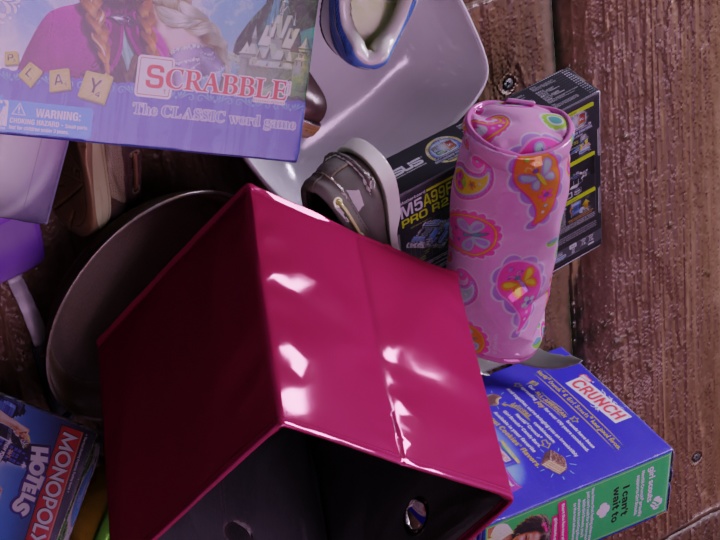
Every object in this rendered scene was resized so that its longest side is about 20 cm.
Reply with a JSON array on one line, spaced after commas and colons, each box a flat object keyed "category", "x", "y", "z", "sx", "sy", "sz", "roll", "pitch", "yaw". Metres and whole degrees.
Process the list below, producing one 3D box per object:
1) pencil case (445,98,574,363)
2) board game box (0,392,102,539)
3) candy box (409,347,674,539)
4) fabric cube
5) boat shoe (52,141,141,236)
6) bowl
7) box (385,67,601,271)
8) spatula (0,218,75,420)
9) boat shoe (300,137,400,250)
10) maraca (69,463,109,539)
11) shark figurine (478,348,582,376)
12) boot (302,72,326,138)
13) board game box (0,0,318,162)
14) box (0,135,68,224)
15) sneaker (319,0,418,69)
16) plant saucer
[{"category": "pencil case", "x": 0.107, "y": -0.028, "z": 1.265, "sx": 0.087, "sy": 0.087, "sz": 0.201, "roll": -18, "pitch": 131, "yaw": -24}, {"category": "board game box", "x": -0.262, "y": 0.188, "z": 1.222, "sx": 0.199, "sy": 0.062, "sz": 0.201, "roll": 22, "pitch": 92, "yaw": 2}, {"category": "candy box", "x": 0.141, "y": 0.166, "z": 1.476, "sx": 0.199, "sy": 0.169, "sz": 0.077, "roll": -19, "pitch": 129, "yaw": -23}, {"category": "fabric cube", "x": -0.044, "y": 0.101, "z": 1.161, "sx": 0.199, "sy": 0.200, "sz": 0.196, "roll": 22, "pitch": 129, "yaw": -33}, {"category": "boat shoe", "x": -0.176, "y": -0.123, "z": 1.181, "sx": 0.072, "sy": 0.072, "sz": 0.201, "roll": -23, "pitch": 127, "yaw": -38}, {"category": "bowl", "x": -0.021, "y": -0.153, "z": 1.252, "sx": 0.200, "sy": 0.075, "sz": 0.200, "roll": -42, "pitch": 133, "yaw": -8}, {"category": "box", "x": 0.100, "y": -0.047, "z": 1.337, "sx": 0.200, "sy": 0.044, "sz": 0.161, "roll": -29, "pitch": 135, "yaw": -21}, {"category": "spatula", "x": -0.240, "y": 0.039, "z": 1.252, "sx": 0.056, "sy": 0.021, "sz": 0.201, "roll": -27, "pitch": 127, "yaw": -21}, {"category": "boat shoe", "x": -0.002, "y": -0.001, "z": 1.262, "sx": 0.060, "sy": 0.072, "sz": 0.202, "roll": -36, "pitch": 134, "yaw": -28}, {"category": "maraca", "x": -0.186, "y": 0.196, "z": 1.314, "sx": 0.107, "sy": 0.137, "sz": 0.201, "roll": 22, "pitch": 98, "yaw": -1}, {"category": "shark figurine", "x": 0.080, "y": 0.068, "z": 1.439, "sx": 0.214, "sy": 0.089, "sz": 0.128, "roll": 30, "pitch": 98, "yaw": -38}, {"category": "boot", "x": -0.047, "y": -0.205, "z": 1.092, "sx": 0.166, "sy": 0.200, "sz": 0.072, "roll": -42, "pitch": 165, "yaw": 19}, {"category": "board game box", "x": -0.120, "y": -0.172, "z": 1.003, "sx": 0.199, "sy": 0.041, "sz": 0.201, "roll": 3, "pitch": 99, "yaw": -26}, {"category": "box", "x": -0.271, "y": -0.152, "z": 1.044, "sx": 0.198, "sy": 0.123, "sz": 0.201, "roll": 8, "pitch": 110, "yaw": -28}, {"category": "sneaker", "x": 0.022, "y": -0.226, "z": 1.126, "sx": 0.075, "sy": 0.077, "sz": 0.201, "roll": 4, "pitch": 113, "yaw": -10}, {"category": "plant saucer", "x": -0.156, "y": 0.020, "z": 1.261, "sx": 0.200, "sy": 0.032, "sz": 0.201, "roll": -32, "pitch": 143, "yaw": -28}]
